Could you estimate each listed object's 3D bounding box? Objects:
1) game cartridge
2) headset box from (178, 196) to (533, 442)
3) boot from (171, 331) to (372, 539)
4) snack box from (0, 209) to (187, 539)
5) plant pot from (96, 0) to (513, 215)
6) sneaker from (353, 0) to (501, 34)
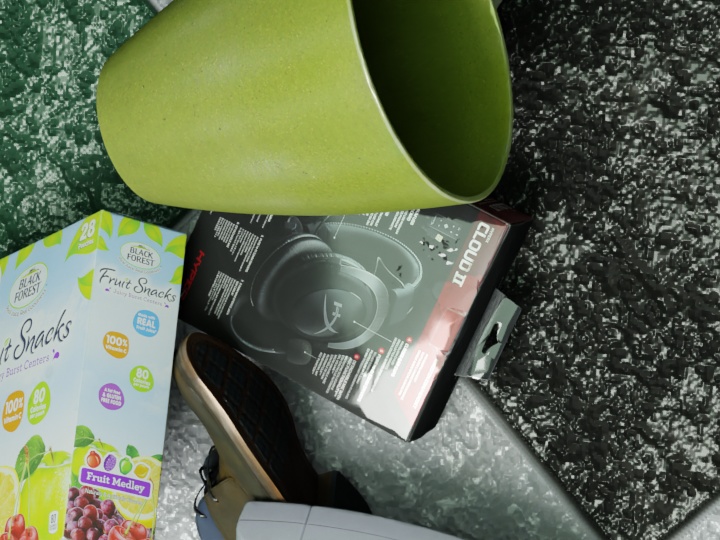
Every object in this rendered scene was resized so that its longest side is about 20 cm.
[{"bbox_3d":[0.020,0.200,1.474,0.198,0.134,0.042,13,56,7],"label":"game cartridge"},{"bbox_3d":[0.000,0.000,1.494,0.199,0.077,0.150,27,101,11],"label":"headset box"},{"bbox_3d":[-0.079,0.127,1.498,0.096,0.075,0.200,-23,120,24],"label":"boot"},{"bbox_3d":[-0.181,0.082,1.480,0.168,0.067,0.202,-22,57,52],"label":"snack box"},{"bbox_3d":[-0.043,-0.107,1.388,0.199,0.187,0.189,-14,90,28],"label":"plant pot"},{"bbox_3d":[0.033,-0.167,1.469,0.199,0.081,0.089,-25,86,17],"label":"sneaker"}]
